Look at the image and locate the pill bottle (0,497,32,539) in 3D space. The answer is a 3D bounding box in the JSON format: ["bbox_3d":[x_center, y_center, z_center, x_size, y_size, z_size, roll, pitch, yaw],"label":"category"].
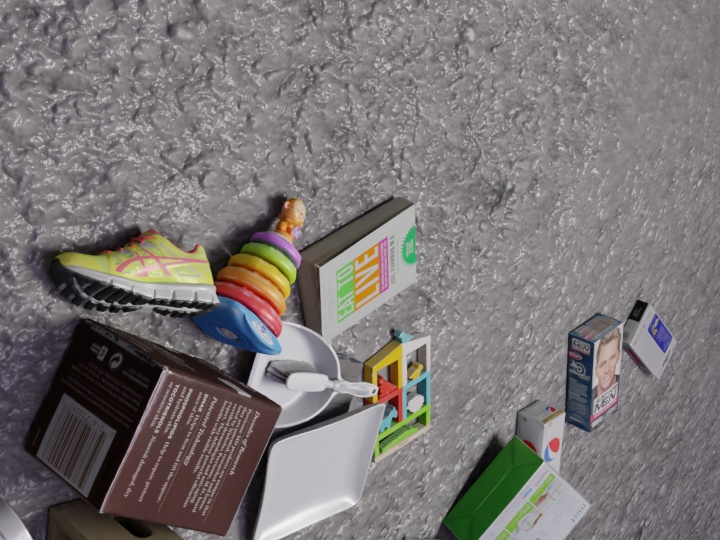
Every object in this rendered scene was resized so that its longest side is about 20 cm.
[{"bbox_3d":[-0.434,0.324,1.093,0.199,0.111,0.114,-36,131,-32],"label":"pill bottle"}]

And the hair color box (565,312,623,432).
[{"bbox_3d":[0.446,0.196,2.047,0.099,0.060,0.203,-27,125,-38],"label":"hair color box"}]

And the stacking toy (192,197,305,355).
[{"bbox_3d":[-0.115,-0.005,1.320,0.116,0.109,0.202,52,57,-43],"label":"stacking toy"}]

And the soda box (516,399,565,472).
[{"bbox_3d":[0.326,0.347,1.980,0.068,0.063,0.203,-21,121,-41],"label":"soda box"}]

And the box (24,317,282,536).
[{"bbox_3d":[-0.231,0.178,1.208,0.199,0.165,0.166,28,86,-50],"label":"box"}]

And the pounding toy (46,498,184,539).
[{"bbox_3d":[-0.258,0.385,1.245,0.141,0.198,0.187,-6,112,-46],"label":"pounding toy"}]

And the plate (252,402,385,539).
[{"bbox_3d":[-0.065,0.281,1.509,0.198,0.032,0.202,-16,132,-37],"label":"plate"}]

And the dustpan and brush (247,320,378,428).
[{"bbox_3d":[-0.056,0.146,1.421,0.199,0.057,0.142,11,99,-49],"label":"dustpan and brush"}]

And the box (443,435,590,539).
[{"bbox_3d":[0.278,0.427,1.882,0.201,0.097,0.176,-50,126,-1],"label":"box"}]

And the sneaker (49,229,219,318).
[{"bbox_3d":[-0.251,-0.003,1.189,0.198,0.078,0.092,11,66,-40],"label":"sneaker"}]

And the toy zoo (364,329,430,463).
[{"bbox_3d":[0.058,0.181,1.641,0.130,0.020,0.203,-25,124,-39],"label":"toy zoo"}]

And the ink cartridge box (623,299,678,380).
[{"bbox_3d":[0.594,0.146,2.208,0.200,0.037,0.096,40,75,-46],"label":"ink cartridge box"}]

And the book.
[{"bbox_3d":[0.000,0.000,1.483,0.199,0.048,0.135,-33,133,-36],"label":"book"}]

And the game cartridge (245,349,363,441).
[{"bbox_3d":[-0.085,0.171,1.471,0.199,0.038,0.132,14,93,-50],"label":"game cartridge"}]

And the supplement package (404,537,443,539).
[{"bbox_3d":[0.112,0.566,1.800,0.116,0.116,0.203,19,92,-50],"label":"supplement package"}]
